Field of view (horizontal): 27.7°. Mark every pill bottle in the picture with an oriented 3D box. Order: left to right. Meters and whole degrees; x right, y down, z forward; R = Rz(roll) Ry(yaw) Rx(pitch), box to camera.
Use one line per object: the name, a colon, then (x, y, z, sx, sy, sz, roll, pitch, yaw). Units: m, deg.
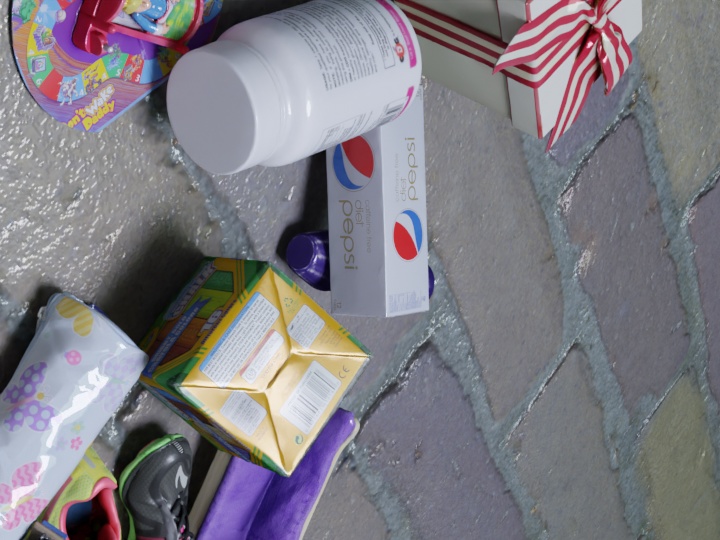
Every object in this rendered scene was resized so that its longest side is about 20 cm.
pill bottle: (-0.051, -0.148, 1.147, 0.199, 0.112, 0.115, -27, 133, -47)

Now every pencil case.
pencil case: (-0.247, 0.116, 1.108, 0.091, 0.083, 0.201, 40, 79, -34)

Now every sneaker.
sneaker: (-0.236, 0.228, 1.190, 0.078, 0.090, 0.203, -26, 133, -43)
sneaker: (-0.168, 0.233, 1.287, 0.076, 0.083, 0.203, -21, 128, -44)

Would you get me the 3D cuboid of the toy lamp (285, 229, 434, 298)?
toy lamp: (0.000, 0.000, 1.375, 0.199, 0.058, 0.059, 16, 100, -54)

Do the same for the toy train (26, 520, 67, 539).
toy train: (-0.269, 0.256, 1.150, 0.201, 0.034, 0.046, -56, -179, 42)

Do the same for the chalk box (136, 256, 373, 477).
chalk box: (-0.105, 0.073, 1.201, 0.124, 0.199, 0.125, 42, 74, -21)

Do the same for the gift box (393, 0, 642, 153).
gift box: (0.139, -0.232, 1.279, 0.201, 0.186, 0.185, -50, 148, -18)

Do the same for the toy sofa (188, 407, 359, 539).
toy sofa: (-0.089, 0.189, 1.331, 0.082, 0.097, 0.202, 1, 119, -53)

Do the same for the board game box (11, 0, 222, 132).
board game box: (-0.158, -0.188, 1.055, 0.200, 0.039, 0.159, -42, 140, -27)

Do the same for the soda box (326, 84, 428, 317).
soda box: (0.014, -0.062, 1.284, 0.063, 0.067, 0.203, -6, 96, -50)
